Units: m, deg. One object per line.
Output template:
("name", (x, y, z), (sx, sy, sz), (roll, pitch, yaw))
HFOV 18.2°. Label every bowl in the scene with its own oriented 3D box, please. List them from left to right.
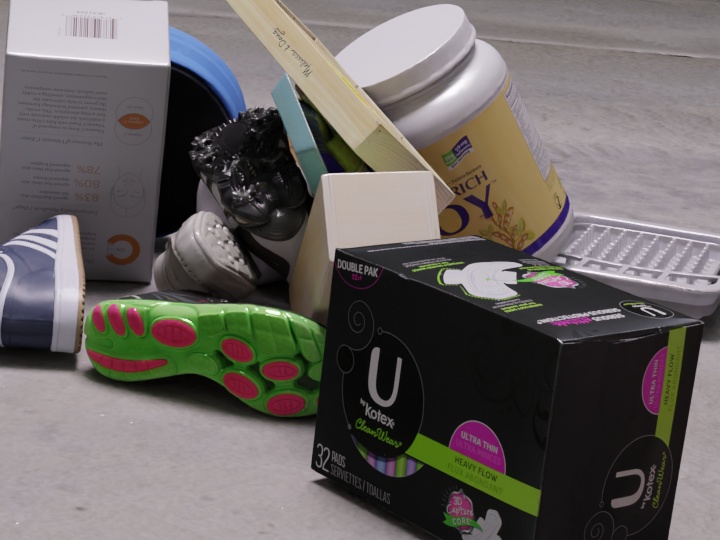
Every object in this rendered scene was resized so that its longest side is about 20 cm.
("bowl", (-0.189, -0.107, 1.818), (0.199, 0.202, 0.040), (3, 38, -9))

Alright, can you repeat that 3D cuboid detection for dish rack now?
("dish rack", (0.226, 0.000, 1.850), (0.170, 0.044, 0.200), (9, 16, 15))

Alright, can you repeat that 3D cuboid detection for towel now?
("towel", (0.009, -0.036, 1.677), (0.023, 0.201, 0.144), (-31, 26, -4))

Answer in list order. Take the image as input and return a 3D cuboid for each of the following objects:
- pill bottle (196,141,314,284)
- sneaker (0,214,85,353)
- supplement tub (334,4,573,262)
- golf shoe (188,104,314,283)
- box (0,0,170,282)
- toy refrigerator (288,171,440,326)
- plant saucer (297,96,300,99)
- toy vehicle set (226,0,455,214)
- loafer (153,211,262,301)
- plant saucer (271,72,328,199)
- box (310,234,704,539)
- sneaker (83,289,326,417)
("pill bottle", (-0.029, -0.059, 1.837), (0.114, 0.115, 0.199), (17, 19, 35))
("sneaker", (-0.257, 0.005, 1.622), (0.107, 0.071, 0.200), (2, 17, -11))
("supplement tub", (0.068, -0.090, 1.756), (0.144, 0.201, 0.146), (-24, 24, 11))
("golf shoe", (-0.074, -0.054, 1.674), (0.077, 0.095, 0.200), (-23, 27, 1))
("box", (-0.214, -0.101, 1.731), (0.123, 0.201, 0.098), (3, 35, -9))
("toy refrigerator", (0.000, 0.000, 1.520), (0.075, 0.071, 0.200), (-2, -21, -9))
("plant saucer", (0.016, -0.102, 1.987), (0.198, 0.031, 0.200), (4, -23, 2))
("toy vehicle set", (-0.019, -0.128, 1.601), (0.200, 0.026, 0.124), (51, 6, 36))
("loafer", (-0.115, 0.002, 1.631), (0.069, 0.070, 0.200), (-33, -6, 0))
("plant saucer", (-0.027, -0.060, 1.605), (0.019, 0.200, 0.070), (-22, 59, -1))
("box", (0.083, 0.076, 1.341), (0.124, 0.150, 0.199), (-6, 19, -40))
("sneaker", (-0.089, 0.045, 1.527), (0.198, 0.077, 0.084), (12, 21, 19))
